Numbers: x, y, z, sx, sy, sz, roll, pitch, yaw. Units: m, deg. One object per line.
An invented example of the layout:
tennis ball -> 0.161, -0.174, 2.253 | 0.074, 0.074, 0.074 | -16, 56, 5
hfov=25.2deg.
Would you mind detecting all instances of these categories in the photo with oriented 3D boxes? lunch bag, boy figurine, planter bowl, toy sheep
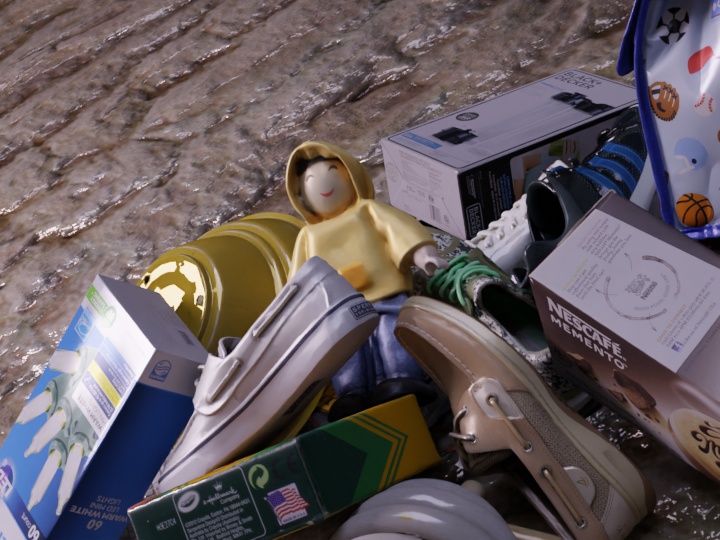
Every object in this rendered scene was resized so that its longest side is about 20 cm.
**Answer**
lunch bag -> 0.253, -0.141, 1.077 | 0.123, 0.201, 0.170 | -6, 19, 32
boy figurine -> 0.000, 0.000, 1.091 | 0.124, 0.064, 0.201 | -19, 73, 23
planter bowl -> -0.114, 0.042, 1.171 | 0.200, 0.083, 0.201 | -18, 63, 39
toy sheep -> 0.040, 0.183, 0.907 | 0.137, 0.138, 0.200 | -8, 19, 25

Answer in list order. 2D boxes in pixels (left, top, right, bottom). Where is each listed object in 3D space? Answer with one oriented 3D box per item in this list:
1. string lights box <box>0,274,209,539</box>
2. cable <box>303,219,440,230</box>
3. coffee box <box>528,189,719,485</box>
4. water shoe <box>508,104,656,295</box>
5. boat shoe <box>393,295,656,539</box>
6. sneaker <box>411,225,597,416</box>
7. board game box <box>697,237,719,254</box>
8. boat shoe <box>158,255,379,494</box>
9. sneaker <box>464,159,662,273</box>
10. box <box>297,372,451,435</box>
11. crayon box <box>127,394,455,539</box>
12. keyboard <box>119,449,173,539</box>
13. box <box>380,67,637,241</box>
string lights box -> -0.186, 0.117, 1.111 | 0.103, 0.059, 0.200 | 44, 107, 46
cable -> 0.012, -0.025, 1.261 | 0.199, 0.051, 0.097 | -12, 18, -16
coffee box -> 0.202, 0.055, 0.931 | 0.080, 0.113, 0.200 | -44, 56, -15
water shoe -> 0.156, -0.055, 1.099 | 0.079, 0.072, 0.200 | 25, 48, -3
boat shoe -> 0.087, 0.095, 0.987 | 0.200, 0.071, 0.065 | 41, 74, 19
sneaker -> 0.084, 0.016, 1.098 | 0.200, 0.089, 0.077 | 36, 72, 27
board game box -> 0.247, 0.016, 1.083 | 0.199, 0.062, 0.200 | -29, 30, -10
boat shoe -> -0.073, 0.072, 1.042 | 0.200, 0.066, 0.072 | -48, -16, 27
sneaker -> 0.124, -0.034, 1.195 | 0.199, 0.085, 0.073 | -17, 15, -7
box -> -0.009, 0.068, 1.201 | 0.137, 0.040, 0.200 | -41, 35, -27
crayon box -> -0.036, 0.129, 0.996 | 0.127, 0.051, 0.200 | -25, -7, 25
keyboard -> -0.156, 0.165, 1.181 | 0.056, 0.011, 0.200 | -26, 30, -3
box -> 0.131, -0.098, 1.301 | 0.199, 0.060, 0.117 | -21, 27, -24
